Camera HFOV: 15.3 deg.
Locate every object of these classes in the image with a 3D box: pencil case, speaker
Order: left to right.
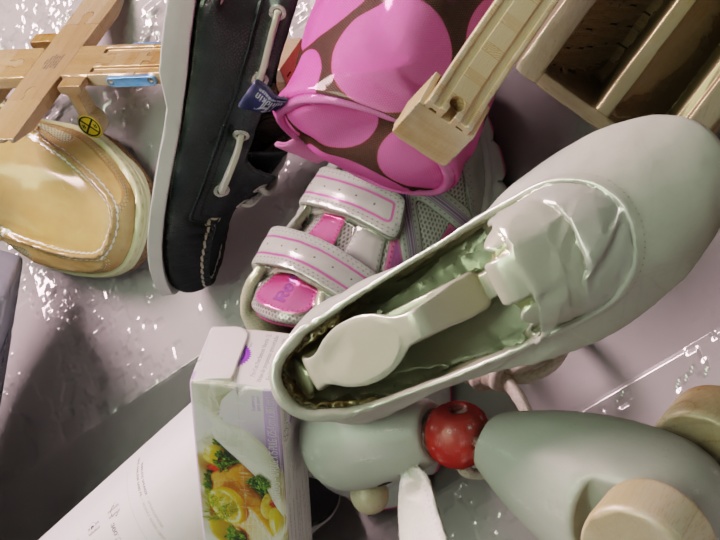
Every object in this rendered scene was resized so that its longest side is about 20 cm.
[{"bbox_3d":[-0.099,0.132,1.215,0.200,0.081,0.082,-42,57,31],"label":"speaker"},{"bbox_3d":[0.028,-0.134,1.101,0.094,0.090,0.201,-13,51,63],"label":"pencil case"}]

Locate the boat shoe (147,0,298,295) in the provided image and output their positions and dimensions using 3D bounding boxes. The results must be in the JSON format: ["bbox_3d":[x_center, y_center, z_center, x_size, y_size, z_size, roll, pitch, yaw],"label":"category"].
[{"bbox_3d":[-0.058,-0.061,1.186,0.201,0.060,0.076,97,-177,-48],"label":"boat shoe"}]

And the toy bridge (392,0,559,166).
[{"bbox_3d":[0.079,-0.132,1.036,0.201,0.027,0.067,-57,6,-26],"label":"toy bridge"}]

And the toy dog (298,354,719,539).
[{"bbox_3d":[0.075,0.097,1.049,0.199,0.131,0.097,24,132,50],"label":"toy dog"}]

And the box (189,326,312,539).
[{"bbox_3d":[-0.042,0.116,1.118,0.038,0.042,0.201,5,125,12],"label":"box"}]

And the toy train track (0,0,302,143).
[{"bbox_3d":[-0.108,-0.089,1.281,0.199,0.033,0.115,1,44,35],"label":"toy train track"}]

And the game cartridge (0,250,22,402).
[{"bbox_3d":[-0.198,0.095,1.291,0.041,0.133,0.202,11,100,0],"label":"game cartridge"}]

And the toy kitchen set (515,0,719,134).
[{"bbox_3d":[0.162,-0.075,0.955,0.163,0.200,0.181,35,114,-3],"label":"toy kitchen set"}]

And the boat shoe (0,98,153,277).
[{"bbox_3d":[-0.182,-0.048,1.324,0.199,0.076,0.072,23,99,43],"label":"boat shoe"}]

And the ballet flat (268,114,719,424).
[{"bbox_3d":[0.047,0.009,0.992,0.199,0.069,0.070,-29,65,27],"label":"ballet flat"}]

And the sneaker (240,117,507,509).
[{"bbox_3d":[0.000,0.000,1.136,0.081,0.088,0.202,8,89,43],"label":"sneaker"}]
